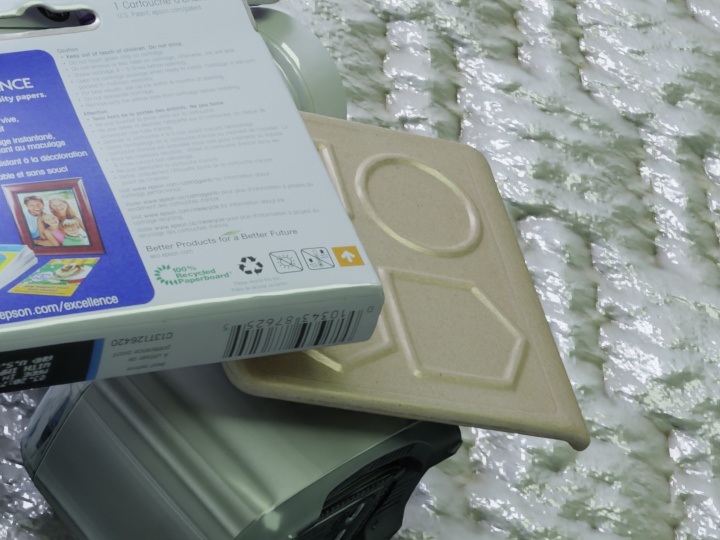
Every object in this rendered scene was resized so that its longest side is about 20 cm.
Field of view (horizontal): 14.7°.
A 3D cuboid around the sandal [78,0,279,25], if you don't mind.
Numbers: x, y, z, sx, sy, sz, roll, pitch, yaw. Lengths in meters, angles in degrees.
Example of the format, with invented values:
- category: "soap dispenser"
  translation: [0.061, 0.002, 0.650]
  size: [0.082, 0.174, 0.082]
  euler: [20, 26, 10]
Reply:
- category: "sandal"
  translation: [-0.138, -0.149, 1.376]
  size: [0.202, 0.050, 0.083]
  euler: [8, 31, -19]

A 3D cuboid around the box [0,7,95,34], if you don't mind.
- category: "box"
  translation: [-0.233, -0.139, 1.376]
  size: [0.200, 0.060, 0.117]
  euler: [-4, 54, -40]

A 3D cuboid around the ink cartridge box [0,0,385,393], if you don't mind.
- category: "ink cartridge box"
  translation: [-0.116, -0.041, 1.170]
  size: [0.197, 0.047, 0.200]
  euler: [-8, 48, -22]

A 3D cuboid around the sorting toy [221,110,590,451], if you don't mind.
- category: "sorting toy"
  translation: [0.000, 0.000, 1.264]
  size: [0.200, 0.037, 0.185]
  euler: [14, 41, -31]

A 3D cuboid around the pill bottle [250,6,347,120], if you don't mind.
- category: "pill bottle"
  translation: [-0.099, -0.056, 1.351]
  size: [0.114, 0.114, 0.200]
  euler: [45, 39, 11]

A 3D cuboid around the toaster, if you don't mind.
- category: "toaster"
  translation: [-0.060, 0.084, 1.242]
  size: [0.129, 0.114, 0.200]
  euler: [45, 40, 16]
